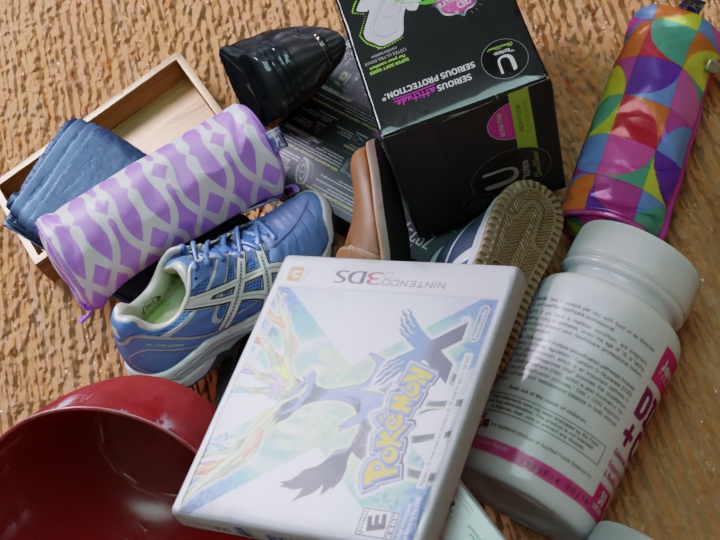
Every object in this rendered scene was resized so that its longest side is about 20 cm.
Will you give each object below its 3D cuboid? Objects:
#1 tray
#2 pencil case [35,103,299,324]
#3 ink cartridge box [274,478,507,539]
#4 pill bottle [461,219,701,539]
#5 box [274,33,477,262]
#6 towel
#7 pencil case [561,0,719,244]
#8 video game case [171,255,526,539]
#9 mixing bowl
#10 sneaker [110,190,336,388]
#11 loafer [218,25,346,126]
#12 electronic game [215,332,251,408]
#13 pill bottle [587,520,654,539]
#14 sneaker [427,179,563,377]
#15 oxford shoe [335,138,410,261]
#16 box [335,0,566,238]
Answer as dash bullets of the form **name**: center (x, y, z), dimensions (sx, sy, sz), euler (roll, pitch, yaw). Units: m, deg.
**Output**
- **tray**: center (-0.207, -0.090, 1.233), dimensions (0.199, 0.037, 0.099), euler (-36, 60, -2)
- **pencil case**: center (-0.147, -0.048, 1.102), dimensions (0.199, 0.084, 0.086), euler (-31, 102, -10)
- **ink cartridge box**: center (-0.011, 0.196, 0.883), dimensions (0.199, 0.039, 0.100), euler (-38, 74, -4)
- **pill bottle**: center (0.151, 0.074, 0.998), dimensions (0.113, 0.114, 0.201), euler (22, 72, 25)
- **box**: center (0.033, -0.095, 1.158), dimensions (0.199, 0.044, 0.161), euler (29, 75, 27)
- **towel**: center (-0.177, -0.033, 1.160), dimensions (0.199, 0.049, 0.112), euler (31, 73, 10)
- **pencil case**: center (0.215, -0.105, 1.089), dimensions (0.088, 0.088, 0.201), euler (16, 71, 23)
- **video game case**: center (-0.007, 0.079, 0.906), dimensions (0.181, 0.022, 0.201), euler (3, 56, 33)
- **mixing bowl**: center (-0.156, 0.151, 1.028), dimensions (0.198, 0.202, 0.109), euler (-1, 28, 16)
- **sneaker**: center (-0.098, 0.007, 1.070), dimensions (0.200, 0.077, 0.076), euler (-43, 46, -15)
- **loafer**: center (-0.063, -0.160, 1.162), dimensions (0.072, 0.073, 0.200), euler (-29, 17, -11)
- **electronic game**: center (-0.014, 0.087, 1.081), dimensions (0.198, 0.042, 0.202), euler (-5, 71, 14)
- **pill bottle**: center (0.137, 0.265, 0.904), dimensions (0.115, 0.116, 0.201), euler (29, 75, 27)
- **sneaker**: center (0.066, 0.034, 1.009), dimensions (0.070, 0.108, 0.201), euler (38, 61, -6)
- **oxford shoe**: center (0.000, 0.000, 1.048), dimensions (0.071, 0.071, 0.202), euler (-8, 69, 18)
- **box**: center (0.060, -0.156, 1.069), dimensions (0.123, 0.149, 0.201), euler (-18, 59, 4)
